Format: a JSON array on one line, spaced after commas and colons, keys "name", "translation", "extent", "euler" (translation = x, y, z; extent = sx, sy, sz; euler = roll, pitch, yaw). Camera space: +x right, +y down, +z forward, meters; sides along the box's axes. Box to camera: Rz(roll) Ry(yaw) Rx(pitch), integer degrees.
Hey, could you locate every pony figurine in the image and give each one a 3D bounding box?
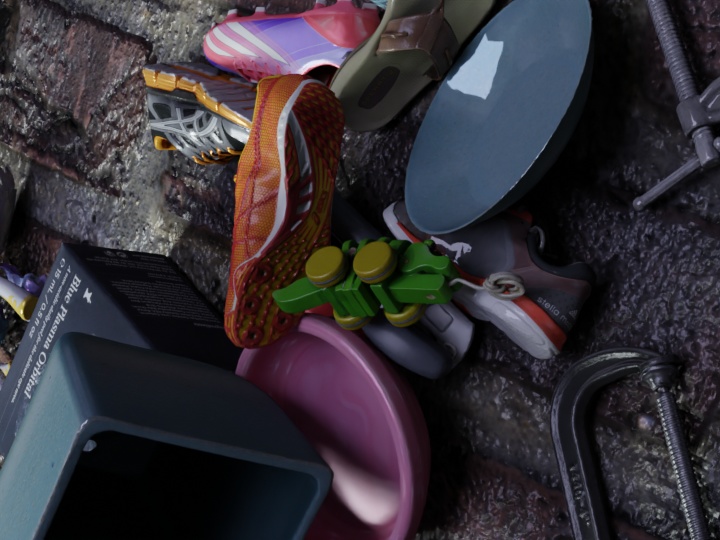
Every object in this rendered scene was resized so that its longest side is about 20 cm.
[{"name": "pony figurine", "translation": [-0.374, 0.013, 1.802], "extent": [0.199, 0.166, 0.194], "euler": [31, 115, 30]}]

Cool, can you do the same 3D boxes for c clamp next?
[{"name": "c clamp", "translation": [0.219, -0.164, 1.228], "extent": [0.170, 0.027, 0.202], "euler": [-29, 63, 42]}, {"name": "c clamp", "translation": [0.194, 0.135, 1.220], "extent": [0.171, 0.027, 0.201], "euler": [-40, 57, 43]}]

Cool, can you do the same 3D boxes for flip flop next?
[{"name": "flip flop", "translation": [0.039, -0.166, 1.393], "extent": [0.200, 0.081, 0.058], "euler": [-50, 29, 37]}]

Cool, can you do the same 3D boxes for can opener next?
[{"name": "can opener", "translation": [0.000, 0.000, 1.372], "extent": [0.200, 0.067, 0.053], "euler": [44, 109, 12]}]

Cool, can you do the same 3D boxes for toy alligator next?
[{"name": "toy alligator", "translation": [0.030, 0.000, 1.297], "extent": [0.199, 0.059, 0.055], "euler": [-5, 47, 31]}]

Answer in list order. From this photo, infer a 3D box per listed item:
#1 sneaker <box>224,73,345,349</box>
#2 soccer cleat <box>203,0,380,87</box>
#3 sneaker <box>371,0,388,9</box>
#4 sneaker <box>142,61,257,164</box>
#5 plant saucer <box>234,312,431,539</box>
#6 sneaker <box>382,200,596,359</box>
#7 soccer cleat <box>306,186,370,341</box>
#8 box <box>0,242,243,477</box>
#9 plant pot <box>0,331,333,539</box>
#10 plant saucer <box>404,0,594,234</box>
[{"name": "sneaker", "translation": [-0.060, -0.042, 1.360], "extent": [0.077, 0.073, 0.202], "euler": [19, 96, 55]}, {"name": "soccer cleat", "translation": [-0.061, -0.174, 1.528], "extent": [0.199, 0.066, 0.077], "euler": [-3, 79, 44]}, {"name": "sneaker", "translation": [0.066, -0.270, 1.384], "extent": [0.078, 0.086, 0.201], "euler": [52, 120, 40]}, {"name": "sneaker", "translation": [-0.115, -0.123, 1.581], "extent": [0.199, 0.078, 0.078], "euler": [25, 115, 51]}, {"name": "plant saucer", "translation": [-0.016, 0.126, 1.400], "extent": [0.200, 0.051, 0.202], "euler": [20, 118, 44]}, {"name": "sneaker", "translation": [0.097, -0.010, 1.335], "extent": [0.082, 0.077, 0.200], "euler": [-49, 46, -4]}, {"name": "soccer cleat", "translation": [-0.028, -0.015, 1.466], "extent": [0.068, 0.085, 0.201], "euler": [-21, 91, 22]}, {"name": "box", "translation": [-0.202, 0.112, 1.597], "extent": [0.200, 0.117, 0.198], "euler": [42, 114, 42]}, {"name": "plant pot", "translation": [-0.167, 0.152, 1.380], "extent": [0.197, 0.195, 0.200], "euler": [-64, 30, 20]}, {"name": "plant saucer", "translation": [0.106, -0.106, 1.314], "extent": [0.201, 0.039, 0.202], "euler": [-45, 27, 31]}]
